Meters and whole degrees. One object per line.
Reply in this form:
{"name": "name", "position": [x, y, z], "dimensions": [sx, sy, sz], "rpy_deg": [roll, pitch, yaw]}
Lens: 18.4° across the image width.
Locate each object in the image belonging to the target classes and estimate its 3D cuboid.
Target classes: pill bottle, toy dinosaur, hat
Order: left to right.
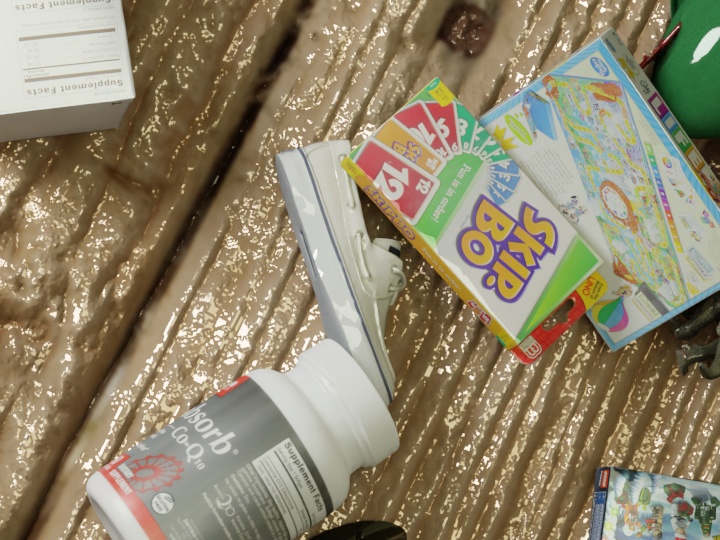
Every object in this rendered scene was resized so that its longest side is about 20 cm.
{"name": "pill bottle", "position": [-0.080, 0.140, 1.546], "dimensions": [0.200, 0.116, 0.116], "rpy_deg": [-33, 90, -14]}
{"name": "hat", "position": [0.227, -0.124, 1.601], "dimensions": [0.176, 0.200, 0.166], "rpy_deg": [-32, 72, -28]}
{"name": "toy dinosaur", "position": [0.282, 0.033, 1.622], "dimensions": [0.102, 0.200, 0.077], "rpy_deg": [-30, 76, 24]}

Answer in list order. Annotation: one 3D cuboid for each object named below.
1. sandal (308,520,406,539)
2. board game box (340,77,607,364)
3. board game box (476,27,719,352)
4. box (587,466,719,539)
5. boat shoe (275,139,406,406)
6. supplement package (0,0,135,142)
{"name": "sandal", "position": [-0.056, 0.233, 1.570], "dimensions": [0.200, 0.082, 0.055], "rpy_deg": [-20, 109, -20]}
{"name": "board game box", "position": [0.087, -0.034, 1.598], "dimensions": [0.096, 0.030, 0.200], "rpy_deg": [-42, 92, -20]}
{"name": "board game box", "position": [0.184, -0.057, 1.617], "dimensions": [0.134, 0.034, 0.200], "rpy_deg": [-33, 95, 29]}
{"name": "box", "position": [0.264, 0.227, 1.640], "dimensions": [0.199, 0.040, 0.137], "rpy_deg": [10, 82, -10]}
{"name": "boat shoe", "position": [0.000, 0.000, 1.606], "dimensions": [0.070, 0.071, 0.200], "rpy_deg": [-17, 80, -10]}
{"name": "supplement package", "position": [-0.231, -0.200, 1.561], "dimensions": [0.109, 0.114, 0.201], "rpy_deg": [-8, 84, -13]}
